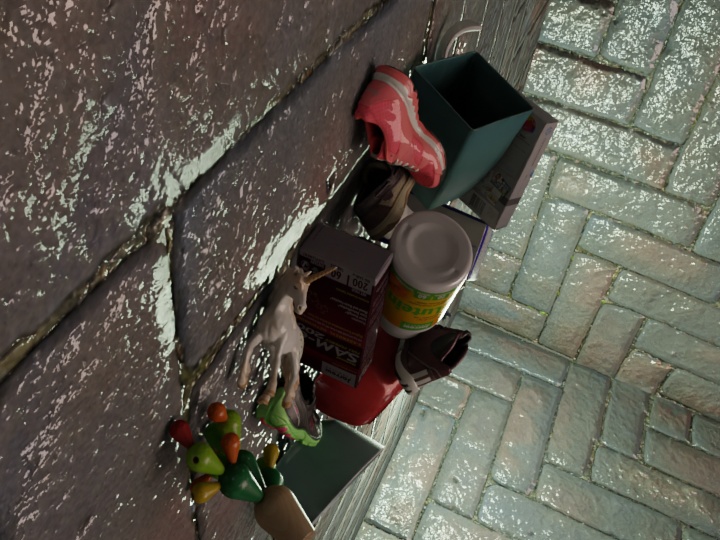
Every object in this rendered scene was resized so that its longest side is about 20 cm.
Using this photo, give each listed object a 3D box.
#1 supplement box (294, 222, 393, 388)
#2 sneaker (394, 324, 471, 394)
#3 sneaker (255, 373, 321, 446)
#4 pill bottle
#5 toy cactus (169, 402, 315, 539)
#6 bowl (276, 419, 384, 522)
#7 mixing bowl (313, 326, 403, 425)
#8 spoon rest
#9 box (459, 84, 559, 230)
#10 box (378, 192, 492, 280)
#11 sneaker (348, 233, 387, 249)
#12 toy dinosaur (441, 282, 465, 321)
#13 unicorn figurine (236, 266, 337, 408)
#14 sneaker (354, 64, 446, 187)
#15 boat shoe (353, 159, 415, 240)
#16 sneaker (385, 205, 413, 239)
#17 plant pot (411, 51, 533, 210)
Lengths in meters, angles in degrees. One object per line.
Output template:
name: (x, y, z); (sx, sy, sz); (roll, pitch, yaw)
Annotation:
supplement box: (-0.029, 0.050, 0.925); (0.061, 0.107, 0.203); (-54, 160, -45)
sneaker: (0.117, 0.094, 1.086); (0.076, 0.113, 0.203); (53, 29, -35)
sneaker: (-0.084, 0.192, 0.992); (0.085, 0.075, 0.200); (-62, 167, -12)
pill bottle: (0.076, 0.017, 0.972); (0.113, 0.109, 0.201); (-62, 175, -28)
toy cactus: (-0.117, 0.224, 0.731); (0.102, 0.164, 0.201); (-43, 155, -14)
bowl: (-0.064, 0.317, 1.132); (0.200, 0.105, 0.201); (-43, 168, -11)
mixing bowl: (0.009, 0.171, 1.131); (0.200, 0.108, 0.200); (-45, 174, -6)
spoon rest: (0.150, -0.319, 1.201); (0.100, 0.059, 0.205); (-123, -142, -53)
box: (0.217, -0.196, 1.163); (0.041, 0.156, 0.203); (-17, 140, -38)
box: (0.142, -0.066, 1.305); (0.107, 0.180, 0.200); (-68, 168, 5)
sneaker: (0.000, 0.000, 1.054); (0.087, 0.076, 0.200); (-65, 168, 5)
toy dinosaur: (0.119, 0.008, 1.360); (0.103, 0.185, 0.200); (9, 139, -44)
unicorn figurine: (-0.091, 0.079, 0.818); (0.200, 0.072, 0.141); (118, -12, -70)
sneaker: (0.046, -0.168, 0.932); (0.087, 0.073, 0.201); (-51, 137, -15)
boat shoe: (0.033, -0.127, 1.003); (0.071, 0.065, 0.202); (-25, -149, 34)
sneaker: (0.083, -0.065, 1.113); (0.075, 0.114, 0.200); (-59, 177, 8)
plant pot: (0.141, -0.206, 1.114); (0.139, 0.142, 0.202); (-23, 153, -33)
